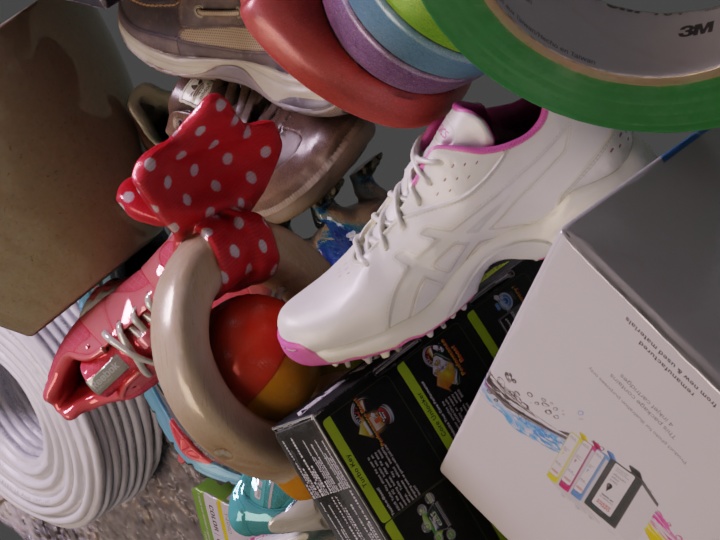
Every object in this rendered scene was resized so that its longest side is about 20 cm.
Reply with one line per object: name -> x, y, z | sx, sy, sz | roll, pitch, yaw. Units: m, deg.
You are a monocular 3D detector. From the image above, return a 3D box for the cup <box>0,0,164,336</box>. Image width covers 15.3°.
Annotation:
cup -> -0.195, -0.049, 1.546 | 0.143, 0.200, 0.200 | 51, 148, -3

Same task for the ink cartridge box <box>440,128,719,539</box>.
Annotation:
ink cartridge box -> 0.156, 0.053, 1.220 | 0.145, 0.147, 0.200 | 44, 146, 16

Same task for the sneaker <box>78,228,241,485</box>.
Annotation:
sneaker -> -0.096, 0.048, 1.606 | 0.200, 0.079, 0.096 | 43, 143, 19

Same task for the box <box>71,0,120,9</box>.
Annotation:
box -> -0.171, -0.230, 1.423 | 0.199, 0.115, 0.133 | 18, 133, 45

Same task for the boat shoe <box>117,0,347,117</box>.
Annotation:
boat shoe -> -0.052, -0.136, 1.408 | 0.199, 0.074, 0.074 | 19, 114, 42

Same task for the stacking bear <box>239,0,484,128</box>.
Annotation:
stacking bear -> 0.053, -0.158, 1.210 | 0.114, 0.121, 0.200 | 47, 139, -1

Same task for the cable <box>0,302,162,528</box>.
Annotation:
cable -> -0.219, 0.077, 1.798 | 0.200, 0.069, 0.200 | 53, 147, 4

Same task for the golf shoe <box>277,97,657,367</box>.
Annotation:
golf shoe -> 0.038, -0.030, 1.269 | 0.092, 0.199, 0.075 | 58, -176, -27

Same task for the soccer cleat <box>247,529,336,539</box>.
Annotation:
soccer cleat -> -0.057, 0.181, 1.518 | 0.200, 0.086, 0.070 | -32, 71, 51

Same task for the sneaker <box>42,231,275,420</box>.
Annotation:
sneaker -> -0.113, 0.036, 1.503 | 0.074, 0.087, 0.200 | 45, 142, -8

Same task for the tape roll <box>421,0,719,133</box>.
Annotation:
tape roll -> 0.117, -0.148, 1.098 | 0.199, 0.048, 0.201 | 8, 133, 8

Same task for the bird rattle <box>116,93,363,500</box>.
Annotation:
bird rattle -> -0.044, 0.019, 1.329 | 0.112, 0.164, 0.200 | -16, 132, 36

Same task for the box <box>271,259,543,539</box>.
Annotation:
box -> 0.080, 0.111, 1.327 | 0.201, 0.193, 0.047 | 58, 147, -6

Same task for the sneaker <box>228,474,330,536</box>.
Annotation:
sneaker -> -0.050, 0.072, 1.503 | 0.200, 0.079, 0.078 | -102, -5, -54

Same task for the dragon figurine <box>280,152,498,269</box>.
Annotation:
dragon figurine -> 0.000, 0.000, 1.456 | 0.100, 0.059, 0.200 | 59, 146, -4

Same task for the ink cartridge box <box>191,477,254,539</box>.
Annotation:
ink cartridge box -> 0.002, 0.200, 1.614 | 0.199, 0.076, 0.148 | 22, 135, 43

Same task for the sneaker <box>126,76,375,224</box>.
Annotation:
sneaker -> -0.068, -0.072, 1.444 | 0.076, 0.071, 0.200 | 43, 159, -21
